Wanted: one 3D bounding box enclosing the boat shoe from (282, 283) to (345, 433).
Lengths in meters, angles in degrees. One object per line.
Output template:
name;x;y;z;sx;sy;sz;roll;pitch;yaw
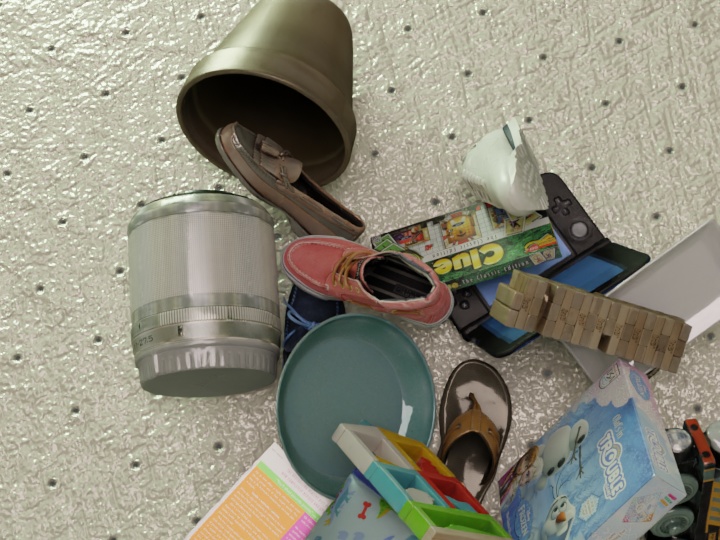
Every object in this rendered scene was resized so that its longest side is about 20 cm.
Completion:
boat shoe;-0.046;0.089;1.407;0.084;0.069;0.200;-4;73;1

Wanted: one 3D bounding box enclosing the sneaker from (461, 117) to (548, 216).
sneaker;0.153;-0.100;1.406;0.080;0.200;0.076;-23;108;12

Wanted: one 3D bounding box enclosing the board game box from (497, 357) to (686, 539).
board game box;0.217;0.212;1.257;0.043;0.200;0.199;34;113;-15

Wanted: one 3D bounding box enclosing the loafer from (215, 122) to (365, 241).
loafer;-0.073;-0.096;1.413;0.063;0.200;0.072;-28;33;27

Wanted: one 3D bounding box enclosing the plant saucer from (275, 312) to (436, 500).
plant saucer;-0.010;0.145;1.366;0.200;0.036;0.200;4;83;-32

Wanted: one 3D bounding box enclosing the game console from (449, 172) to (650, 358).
game console;0.182;-0.012;1.403;0.200;0.118;0.171;-32;75;-8

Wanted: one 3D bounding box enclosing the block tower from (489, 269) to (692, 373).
block tower;0.237;0.051;1.299;0.200;0.058;0.054;15;97;-14

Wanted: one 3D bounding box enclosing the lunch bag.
lunch bag;0.035;0.323;1.268;0.200;0.127;0.170;32;87;41

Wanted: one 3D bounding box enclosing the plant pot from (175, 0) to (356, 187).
plant pot;-0.085;-0.217;1.454;0.200;0.200;0.174;14;58;7

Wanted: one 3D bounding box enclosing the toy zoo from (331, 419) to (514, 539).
toy zoo;0.055;0.209;1.277;0.020;0.131;0.200;-58;45;12

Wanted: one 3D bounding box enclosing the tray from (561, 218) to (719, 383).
tray;0.310;0.039;1.353;0.200;0.022;0.107;-37;113;5

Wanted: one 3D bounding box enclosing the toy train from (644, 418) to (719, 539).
toy train;0.336;0.223;1.294;0.114;0.200;0.085;-11;43;-3

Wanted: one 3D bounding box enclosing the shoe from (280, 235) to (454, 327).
shoe;0.000;0.000;1.356;0.200;0.091;0.072;20;78;18

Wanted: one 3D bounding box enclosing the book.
book;-0.111;0.300;1.359;0.134;0.048;0.200;42;80;10

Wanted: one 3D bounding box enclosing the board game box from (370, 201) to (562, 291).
board game box;0.113;-0.026;1.419;0.200;0.023;0.105;-18;46;7

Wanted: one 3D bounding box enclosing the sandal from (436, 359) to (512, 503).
sandal;0.111;0.192;1.374;0.082;0.055;0.200;20;75;2

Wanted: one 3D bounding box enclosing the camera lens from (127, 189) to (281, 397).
camera lens;-0.167;0.024;1.384;0.160;0.160;0.200;-6;73;1

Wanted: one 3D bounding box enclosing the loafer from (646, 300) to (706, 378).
loafer;0.333;0.042;1.406;0.076;0.067;0.200;36;78;12
